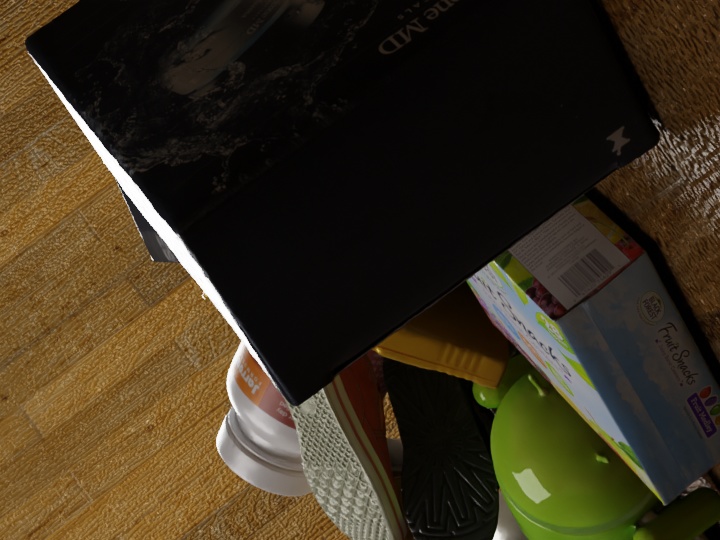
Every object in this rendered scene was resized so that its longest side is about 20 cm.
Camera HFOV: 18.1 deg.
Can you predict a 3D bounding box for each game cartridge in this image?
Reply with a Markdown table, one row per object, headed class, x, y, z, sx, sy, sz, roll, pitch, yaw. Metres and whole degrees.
| class | x | y | z | sx | sy | sz | roll | pitch | yaw |
| --- | --- | --- | --- | --- | --- | --- | --- | --- | --- |
| game cartridge | 0.000 | 0.000 | 1.500 | 0.200 | 0.032 | 0.176 | 19 | -154 | -7 |

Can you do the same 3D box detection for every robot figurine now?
| class | x | y | z | sx | sy | sz | roll | pitch | yaw |
| --- | --- | --- | --- | --- | --- | --- | --- | --- | --- |
| robot figurine | 0.149 | 0.128 | 1.494 | 0.175 | 0.116 | 0.200 | 45 | 173 | 24 |

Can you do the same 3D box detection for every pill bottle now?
| class | x | y | z | sx | sy | sz | roll | pitch | yaw |
| --- | --- | --- | --- | --- | --- | --- | --- | --- | --- |
| pill bottle | -0.029 | 0.060 | 1.629 | 0.112 | 0.200 | 0.112 | 21 | -155 | -11 |

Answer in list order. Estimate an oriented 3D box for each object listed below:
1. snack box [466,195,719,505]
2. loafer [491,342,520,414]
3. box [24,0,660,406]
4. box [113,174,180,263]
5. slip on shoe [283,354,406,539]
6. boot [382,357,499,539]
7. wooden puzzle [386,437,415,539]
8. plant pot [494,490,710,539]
| class | x | y | z | sx | sy | sz | roll | pitch | yaw |
| --- | --- | --- | --- | --- | --- | --- | --- | --- | --- |
| snack box | 0.112 | 0.011 | 1.255 | 0.200 | 0.068 | 0.169 | 47 | 173 | 48 |
| loafer | 0.126 | 0.083 | 1.778 | 0.070 | 0.075 | 0.200 | 38 | 174 | 18 |
| box | -0.013 | -0.080 | 0.993 | 0.200 | 0.197 | 0.117 | 48 | 172 | 50 |
| box | -0.107 | -0.128 | 1.580 | 0.049 | 0.200 | 0.161 | 2 | 131 | 33 |
| slip on shoe | -0.008 | 0.100 | 1.516 | 0.074 | 0.061 | 0.200 | -1 | 115 | 47 |
| boot | 0.068 | 0.140 | 1.609 | 0.200 | 0.066 | 0.165 | 61 | -160 | -74 |
| wooden puzzle | 0.051 | 0.212 | 1.640 | 0.185 | 0.037 | 0.200 | 23 | -132 | -76 |
| plant pot | 0.190 | 0.232 | 1.669 | 0.187 | 0.187 | 0.200 | 53 | 164 | -2 |
